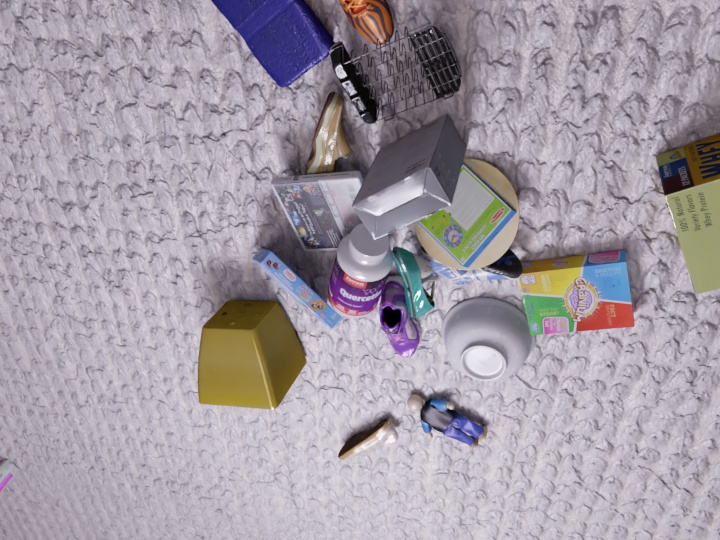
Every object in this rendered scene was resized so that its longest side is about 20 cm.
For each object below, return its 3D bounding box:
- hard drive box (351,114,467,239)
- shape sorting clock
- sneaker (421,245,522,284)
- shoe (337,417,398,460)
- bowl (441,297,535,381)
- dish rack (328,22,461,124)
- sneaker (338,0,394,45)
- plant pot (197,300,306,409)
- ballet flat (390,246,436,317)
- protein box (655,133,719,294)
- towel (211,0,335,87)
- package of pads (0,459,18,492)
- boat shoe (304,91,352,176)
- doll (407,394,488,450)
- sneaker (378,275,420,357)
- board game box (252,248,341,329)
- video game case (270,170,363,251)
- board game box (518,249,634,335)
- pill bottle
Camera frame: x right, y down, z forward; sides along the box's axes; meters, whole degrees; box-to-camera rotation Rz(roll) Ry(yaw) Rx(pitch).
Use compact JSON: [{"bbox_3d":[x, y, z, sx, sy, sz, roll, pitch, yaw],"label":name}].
[{"bbox_3d":[0.087,-0.162,1.121,0.154,0.201,0.077,-22,117,31],"label":"hard drive box"},{"bbox_3d":[0.191,-0.102,1.205,0.196,0.039,0.205,4,100,22],"label":"shape sorting clock"},{"bbox_3d":[0.216,-0.013,1.276,0.196,0.076,0.078,14,136,21],"label":"sneaker"},{"bbox_3d":[0.017,0.439,1.666,0.053,0.070,0.199,46,124,-7],"label":"shoe"},{"bbox_3d":[0.260,0.164,1.372,0.197,0.091,0.204,9,128,12],"label":"bowl"},{"bbox_3d":[0.062,-0.326,1.080,0.196,0.055,0.154,-15,143,21],"label":"dish rack"},{"bbox_3d":[-0.023,-0.428,1.021,0.077,0.113,0.201,-24,115,32],"label":"sneaker"},{"bbox_3d":[-0.256,0.177,1.502,0.196,0.200,0.180,1,114,18],"label":"plant pot"},{"bbox_3d":[0.110,0.014,1.281,0.069,0.068,0.202,-22,138,-2],"label":"ballet flat"},{"bbox_3d":[0.597,-0.102,1.035,0.197,0.136,0.200,-17,119,28],"label":"protein box"},{"bbox_3d":[-0.144,-0.425,1.111,0.146,0.050,0.201,-22,116,38],"label":"towel"},{"bbox_3d":[-1.298,0.750,2.282,0.198,0.156,0.069,-23,116,31],"label":"package of pads"},{"bbox_3d":[-0.048,-0.232,1.206,0.075,0.072,0.201,20,140,-1],"label":"boat shoe"},{"bbox_3d":[0.196,0.356,1.560,0.198,0.049,0.137,30,128,-4],"label":"doll"},{"bbox_3d":[0.076,0.114,1.399,0.079,0.089,0.203,-1,126,18],"label":"sneaker"},{"bbox_3d":[-0.137,0.035,1.387,0.200,0.151,0.037,43,82,-15],"label":"board game box"},{"bbox_3d":[-0.059,-0.111,1.287,0.178,0.024,0.201,-1,142,19],"label":"video game case"},{"bbox_3d":[0.413,0.046,1.265,0.196,0.041,0.155,-8,122,23],"label":"board game box"},{"bbox_3d":[0.000,0.000,1.299,0.110,0.114,0.201,21,144,3],"label":"pill bottle"}]
